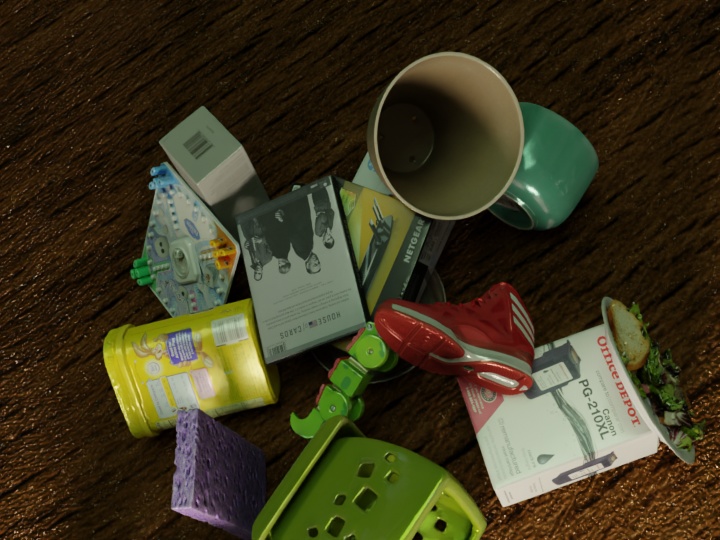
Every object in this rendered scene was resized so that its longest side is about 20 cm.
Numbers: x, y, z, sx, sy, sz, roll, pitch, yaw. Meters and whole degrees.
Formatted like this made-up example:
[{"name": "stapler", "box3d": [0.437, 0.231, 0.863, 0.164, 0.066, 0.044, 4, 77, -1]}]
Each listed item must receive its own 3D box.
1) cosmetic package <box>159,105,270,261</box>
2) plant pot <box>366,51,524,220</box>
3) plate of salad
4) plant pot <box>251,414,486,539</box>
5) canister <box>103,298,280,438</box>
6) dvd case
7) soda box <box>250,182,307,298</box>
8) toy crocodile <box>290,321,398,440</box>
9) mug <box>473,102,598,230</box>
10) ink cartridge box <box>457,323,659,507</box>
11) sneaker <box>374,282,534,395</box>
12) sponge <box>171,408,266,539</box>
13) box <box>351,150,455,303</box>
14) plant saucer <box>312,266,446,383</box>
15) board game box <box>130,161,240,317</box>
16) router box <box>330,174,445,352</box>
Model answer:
[{"name": "cosmetic package", "box3d": [-0.192, -0.117, 1.288, 0.085, 0.201, 0.108, -40, 61, -10]}, {"name": "plant pot", "box3d": [0.080, -0.168, 1.148, 0.186, 0.189, 0.200, -39, 15, -6]}, {"name": "plate of salad", "box3d": [0.328, 0.115, 1.017, 0.048, 0.199, 0.203, -31, 57, 22]}, {"name": "plant pot", "box3d": [0.004, 0.292, 1.026, 0.180, 0.200, 0.201, 28, 74, 33]}, {"name": "canister", "box3d": [-0.217, 0.127, 1.204, 0.196, 0.151, 0.087, -13, 20, 6]}, {"name": "dvd case", "box3d": [-0.075, 0.000, 1.160, 0.148, 0.025, 0.204, -20, 74, 20]}, {"name": "soda box", "box3d": [-0.090, -0.017, 1.281, 0.062, 0.071, 0.203, 10, 67, 20]}, {"name": "toy crocodile", "box3d": [-0.008, 0.122, 1.090, 0.061, 0.067, 0.202, 36, 97, 19]}, {"name": "mug", "box3d": [0.216, -0.122, 1.214, 0.151, 0.185, 0.115, 35, 77, 1]}, {"name": "ink cartridge box", "box3d": [0.232, 0.169, 1.081, 0.196, 0.085, 0.147, -21, 59, 5]}, {"name": "sneaker", "box3d": [0.114, 0.058, 1.065, 0.197, 0.078, 0.117, 27, 51, -12]}, {"name": "sponge", "box3d": [-0.163, 0.247, 1.092, 0.029, 0.200, 0.114, -10, 62, 14]}, {"name": "box", "box3d": [0.040, -0.057, 1.246, 0.153, 0.041, 0.203, 19, 69, 24]}, {"name": "plant saucer", "box3d": [0.021, 0.060, 1.232, 0.196, 0.032, 0.204, -7, 61, 13]}, {"name": "board game box", "box3d": [-0.249, -0.011, 1.270, 0.026, 0.202, 0.200, -14, 48, -41]}, {"name": "router box", "box3d": [0.000, 0.000, 1.170, 0.155, 0.052, 0.204, 21, 90, 24]}]
